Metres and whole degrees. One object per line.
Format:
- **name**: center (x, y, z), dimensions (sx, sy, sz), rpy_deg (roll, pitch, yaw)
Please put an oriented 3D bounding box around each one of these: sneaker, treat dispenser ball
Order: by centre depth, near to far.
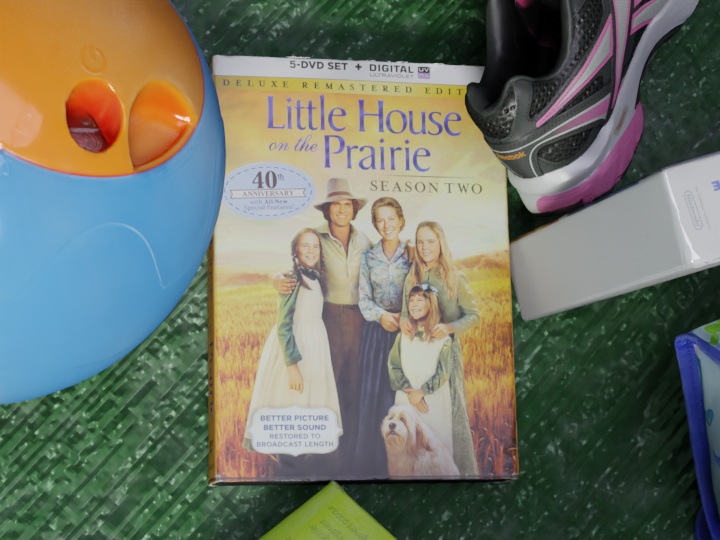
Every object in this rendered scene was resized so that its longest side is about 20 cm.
- **treat dispenser ball**: center (-0.154, -0.047, 0.684), dimensions (0.200, 0.201, 0.202), rpy_deg (3, 78, -12)
- **sneaker**: center (0.105, -0.131, 0.796), dimensions (0.086, 0.080, 0.201), rpy_deg (40, 56, -40)

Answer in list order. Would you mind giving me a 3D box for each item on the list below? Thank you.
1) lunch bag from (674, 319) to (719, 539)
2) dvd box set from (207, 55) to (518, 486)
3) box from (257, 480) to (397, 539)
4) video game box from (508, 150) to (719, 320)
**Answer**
- **lunch bag**: center (0.251, 0.100, 0.785), dimensions (0.169, 0.127, 0.201), rpy_deg (-22, 113, -16)
- **dvd box set**: center (0.000, 0.000, 0.796), dimensions (0.145, 0.029, 0.201), rpy_deg (2, 79, -12)
- **box**: center (-0.053, 0.185, 0.696), dimensions (0.200, 0.122, 0.048), rpy_deg (-37, 124, -15)
- **video game box**: center (0.179, -0.031, 0.753), dimensions (0.181, 0.200, 0.047), rpy_deg (-14, 86, -15)
